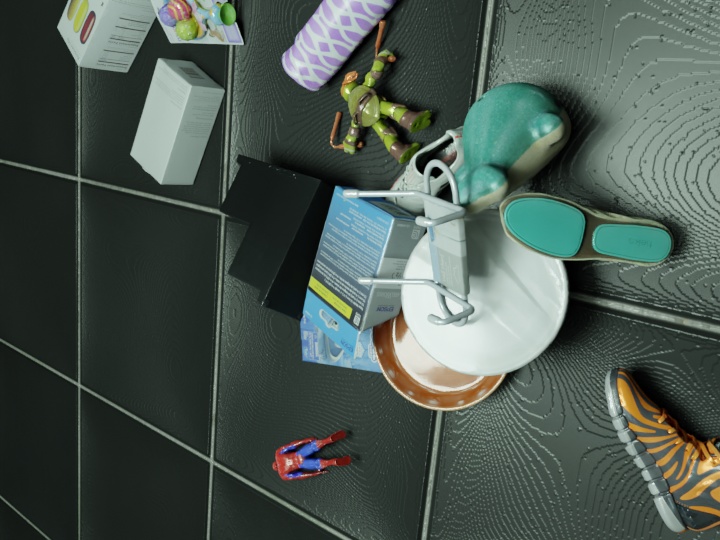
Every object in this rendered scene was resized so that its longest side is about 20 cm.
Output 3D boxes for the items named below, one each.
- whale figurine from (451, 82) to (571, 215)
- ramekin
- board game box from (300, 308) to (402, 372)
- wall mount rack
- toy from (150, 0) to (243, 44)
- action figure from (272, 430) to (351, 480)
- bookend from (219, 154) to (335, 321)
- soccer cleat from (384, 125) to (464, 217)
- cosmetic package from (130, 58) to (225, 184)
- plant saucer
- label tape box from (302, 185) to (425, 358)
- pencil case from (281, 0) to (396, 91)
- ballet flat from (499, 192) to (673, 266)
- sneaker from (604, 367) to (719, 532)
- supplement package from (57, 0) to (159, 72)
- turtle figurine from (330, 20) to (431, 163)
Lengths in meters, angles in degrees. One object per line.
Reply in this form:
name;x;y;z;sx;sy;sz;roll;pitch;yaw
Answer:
whale figurine;0.157;-0.144;0.770;0.104;0.200;0.159;50;139;-11
ramekin;0.160;0.027;0.836;0.201;0.094;0.203;-1;88;22
board game box;-0.010;0.050;1.035;0.198;0.043;0.201;2;97;37
wall mount rack;0.058;-0.026;0.764;0.174;0.074;0.201;31;135;57
toy;-0.301;-0.439;1.158;0.199;0.047;0.115;12;138;32
action figure;-0.091;0.318;1.136;0.200;0.052;0.066;-27;74;43
bookend;-0.141;-0.055;1.037;0.198;0.092;0.201;22;86;39
soccer cleat;0.083;-0.123;0.908;0.200;0.085;0.069;-41;72;35
cosmetic package;-0.337;-0.269;1.226;0.113;0.081;0.200;43;121;26
plant saucer;0.114;0.089;0.919;0.199;0.032;0.201;-1;87;22
label tape box;0.000;0.000;0.932;0.143;0.066;0.201;35;116;48
pencil case;-0.033;-0.355;0.972;0.200;0.084;0.086;-40;37;33
ballet flat;0.245;-0.042;0.749;0.199;0.062;0.068;14;99;-3
sneaker;0.362;0.188;0.748;0.112;0.078;0.201;-29;89;33
supplement package;-0.477;-0.497;1.283;0.200;0.109;0.114;-46;68;33
turtle figurine;0.024;-0.237;0.951;0.161;0.064;0.200;41;120;27
